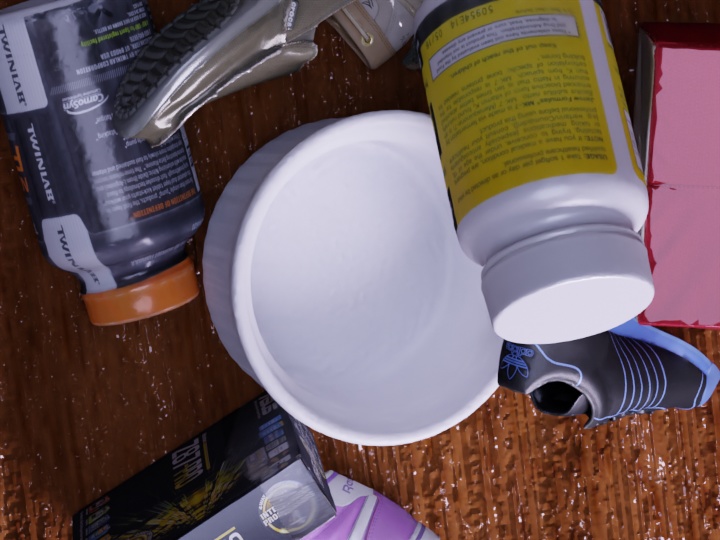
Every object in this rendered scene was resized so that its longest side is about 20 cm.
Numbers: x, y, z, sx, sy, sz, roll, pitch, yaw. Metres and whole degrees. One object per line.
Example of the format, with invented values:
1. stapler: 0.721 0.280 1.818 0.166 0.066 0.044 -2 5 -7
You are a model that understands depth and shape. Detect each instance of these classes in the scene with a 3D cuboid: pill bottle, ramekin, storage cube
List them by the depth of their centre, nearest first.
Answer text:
1. pill bottle: 0.102 -0.068 1.578 0.114 0.114 0.201 -10 68 -3
2. storage cube: 0.256 -0.057 1.659 0.179 0.200 0.172 3 100 2
3. pill bottle: -0.157 -0.070 1.665 0.106 0.106 0.201 -16 99 -2
4. ramekin: 0.000 0.000 1.670 0.200 0.098 0.201 -3 97 -23

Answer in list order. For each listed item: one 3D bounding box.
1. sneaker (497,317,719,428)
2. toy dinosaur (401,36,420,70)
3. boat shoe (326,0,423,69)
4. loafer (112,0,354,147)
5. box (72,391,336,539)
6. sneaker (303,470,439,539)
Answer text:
1. sneaker: 0.149 0.063 1.686 0.200 0.070 0.078 28 83 -47
2. toy dinosaur: 0.116 -0.176 1.687 0.088 0.048 0.200 26 116 -43
3. boat shoe: -0.047 -0.197 1.670 0.200 0.074 0.069 36 89 -10
4. loafer: -0.059 -0.136 1.605 0.200 0.075 0.070 -41 114 -7
5. box: -0.098 0.149 1.657 0.161 0.200 0.049 -31 102 1
6. sneaker: -0.051 0.220 1.743 0.114 0.073 0.201 34 85 -5
